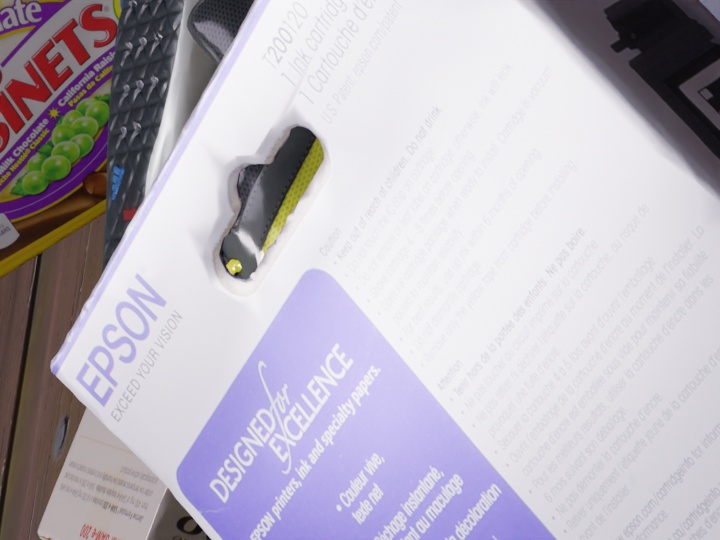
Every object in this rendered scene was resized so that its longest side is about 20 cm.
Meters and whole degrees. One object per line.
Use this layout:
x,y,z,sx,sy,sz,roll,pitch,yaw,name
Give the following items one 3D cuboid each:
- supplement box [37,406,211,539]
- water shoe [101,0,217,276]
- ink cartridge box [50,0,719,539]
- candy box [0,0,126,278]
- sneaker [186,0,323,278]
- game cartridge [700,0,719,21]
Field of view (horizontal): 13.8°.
-0.020,0.010,0.932,0.200,0.073,0.126,-69,18,-5,supplement box
-0.044,-0.034,1.035,0.071,0.079,0.200,-165,80,-66,water shoe
0.039,0.031,0.641,0.043,0.200,0.198,-33,-15,-42,ink cartridge box
-0.108,-0.069,1.070,0.200,0.102,0.026,-32,26,2,candy box
0.000,0.000,0.833,0.074,0.085,0.200,24,-121,-65,sneaker
0.068,-0.085,0.698,0.133,0.041,0.200,-40,48,20,game cartridge
